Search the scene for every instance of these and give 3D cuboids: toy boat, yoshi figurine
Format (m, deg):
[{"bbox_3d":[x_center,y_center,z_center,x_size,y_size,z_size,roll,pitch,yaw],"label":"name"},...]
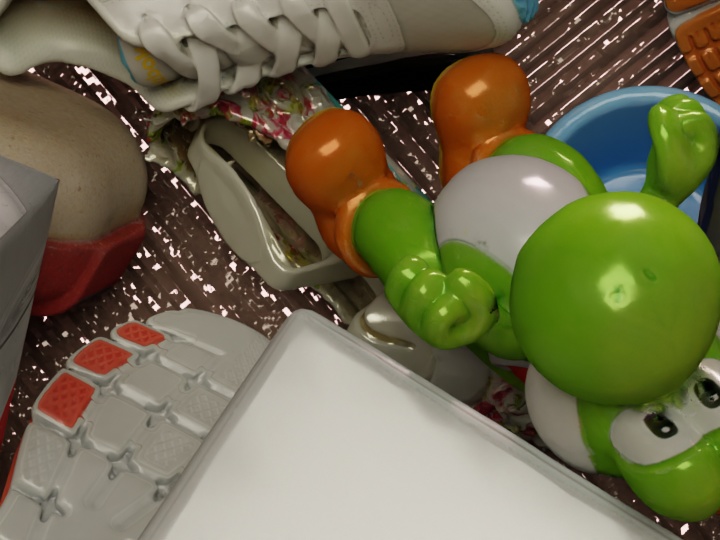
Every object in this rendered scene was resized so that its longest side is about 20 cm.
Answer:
[{"bbox_3d":[-0.180,-0.019,0.976,0.199,0.130,0.131,24,103,9],"label":"toy boat"},{"bbox_3d":[0.056,-0.008,0.844,0.113,0.112,0.200,-60,40,13],"label":"yoshi figurine"}]

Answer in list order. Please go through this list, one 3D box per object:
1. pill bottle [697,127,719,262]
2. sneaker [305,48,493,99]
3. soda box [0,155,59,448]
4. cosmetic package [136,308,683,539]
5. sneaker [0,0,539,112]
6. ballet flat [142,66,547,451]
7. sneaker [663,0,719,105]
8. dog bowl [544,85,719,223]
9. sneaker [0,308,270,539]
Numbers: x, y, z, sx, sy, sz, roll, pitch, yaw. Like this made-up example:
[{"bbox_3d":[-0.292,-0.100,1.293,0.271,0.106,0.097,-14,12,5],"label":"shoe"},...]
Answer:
[{"bbox_3d":[0.165,-0.037,0.863,0.111,0.200,0.113,0,72,1],"label":"pill bottle"},{"bbox_3d":[0.031,-0.135,1.029,0.200,0.076,0.116,-39,84,-4],"label":"sneaker"},{"bbox_3d":[-0.153,0.054,0.900,0.063,0.201,0.068,22,32,9],"label":"soda box"},{"bbox_3d":[-0.002,0.154,0.875,0.166,0.167,0.201,31,76,12],"label":"cosmetic package"},{"bbox_3d":[-0.037,-0.091,0.938,0.199,0.077,0.081,8,60,24],"label":"sneaker"},{"bbox_3d":[0.000,0.000,0.969,0.200,0.076,0.064,42,47,15],"label":"ballet flat"},{"bbox_3d":[0.127,-0.147,1.000,0.075,0.092,0.201,-21,111,12],"label":"sneaker"},{"bbox_3d":[0.135,0.011,0.980,0.199,0.050,0.112,35,76,12],"label":"dog bowl"},{"bbox_3d":[-0.094,0.093,0.951,0.077,0.082,0.200,35,52,8],"label":"sneaker"}]
